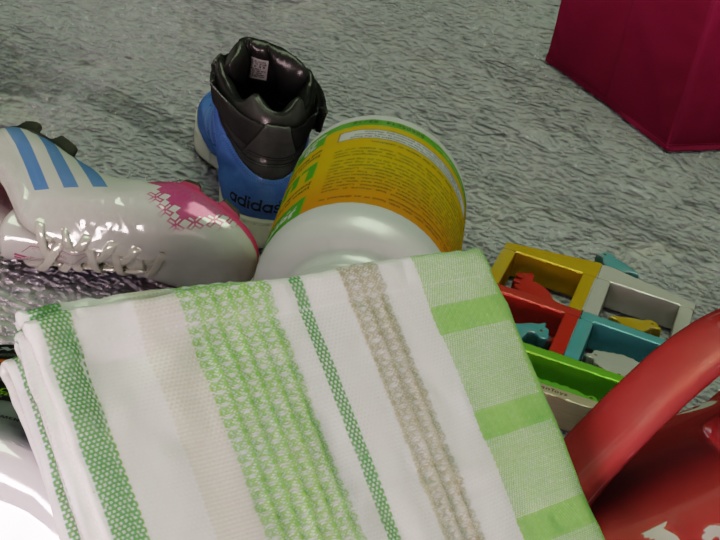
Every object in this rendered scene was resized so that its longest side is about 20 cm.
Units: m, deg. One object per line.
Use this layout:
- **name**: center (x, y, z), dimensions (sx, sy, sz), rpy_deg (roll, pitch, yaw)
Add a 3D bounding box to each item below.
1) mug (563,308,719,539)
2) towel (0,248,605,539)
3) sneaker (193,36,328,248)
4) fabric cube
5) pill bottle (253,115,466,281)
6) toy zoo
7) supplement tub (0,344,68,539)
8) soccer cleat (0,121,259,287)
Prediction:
- **mug**: center (0.110, 0.111, 0.626), dimensions (0.198, 0.180, 0.133), rpy_deg (-13, 4, -31)
- **towel**: center (-0.008, 0.072, 0.488), dimensions (0.198, 0.031, 0.151), rpy_deg (-7, 70, -40)
- **sneaker**: center (-0.069, -0.110, 1.006), dimensions (0.076, 0.113, 0.201), rpy_deg (6, 28, -11)
- **fabric cube**: center (0.308, -0.239, 1.302), dimensions (0.194, 0.202, 0.200), rpy_deg (-6, 33, -29)
- **pill bottle**: center (0.000, 0.000, 0.832), dimensions (0.109, 0.112, 0.201), rpy_deg (12, 28, 1)
- **toy zoo**: center (0.132, 0.036, 0.916), dimensions (0.130, 0.021, 0.200), rpy_deg (18, 28, 11)
- **supplement tub**: center (-0.133, 0.096, 0.548), dimensions (0.121, 0.124, 0.200), rpy_deg (8, 6, -8)
- **soccer cleat**: center (-0.156, -0.021, 0.872), dimensions (0.198, 0.070, 0.086), rpy_deg (22, 45, 21)
